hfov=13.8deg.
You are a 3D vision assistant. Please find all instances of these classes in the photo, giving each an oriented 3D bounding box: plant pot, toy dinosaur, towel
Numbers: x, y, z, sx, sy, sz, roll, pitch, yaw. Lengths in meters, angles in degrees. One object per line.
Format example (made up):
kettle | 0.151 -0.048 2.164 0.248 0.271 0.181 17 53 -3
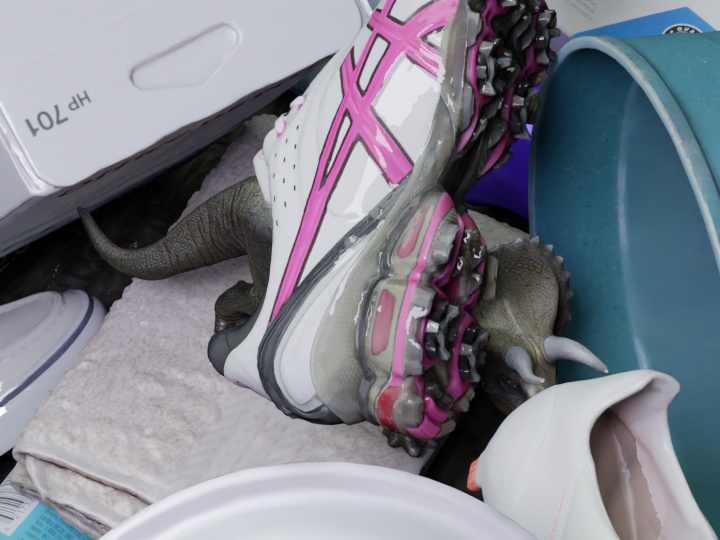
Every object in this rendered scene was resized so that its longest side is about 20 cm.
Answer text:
plant pot | 0.176 0.006 0.989 0.187 0.201 0.201 -11 46 -14
toy dinosaur | 0.000 0.000 1.030 0.199 0.102 0.077 31 54 13
towel | -0.028 0.033 1.085 0.132 0.035 0.200 26 54 9

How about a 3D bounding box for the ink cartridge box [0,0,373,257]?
ink cartridge box | -0.105 -0.067 1.076 0.146 0.200 0.086 -28 89 -27

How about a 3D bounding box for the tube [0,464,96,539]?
tube | -0.079 0.053 1.111 0.077 0.051 0.200 23 56 24

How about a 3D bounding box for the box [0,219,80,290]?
box | -0.195 -0.047 1.228 0.200 0.044 0.160 -42 52 -20

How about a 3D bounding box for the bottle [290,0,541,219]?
bottle | 0.027 -0.079 1.165 0.065 0.084 0.200 -24 48 -33

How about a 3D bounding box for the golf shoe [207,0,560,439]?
golf shoe | 0.007 -0.049 0.958 0.092 0.073 0.201 9 73 24

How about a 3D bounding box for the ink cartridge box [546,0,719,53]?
ink cartridge box | 0.168 -0.121 1.170 0.200 0.067 0.116 -34 48 -13

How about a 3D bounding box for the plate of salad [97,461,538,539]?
plate of salad | -0.013 0.154 0.849 0.199 0.201 0.048 -23 4 -4

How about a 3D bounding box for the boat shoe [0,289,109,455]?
boat shoe | -0.189 0.049 1.112 0.199 0.066 0.072 -25 25 5

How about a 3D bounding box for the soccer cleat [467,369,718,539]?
soccer cleat | 0.081 0.126 0.902 0.077 0.069 0.201 -32 59 42
